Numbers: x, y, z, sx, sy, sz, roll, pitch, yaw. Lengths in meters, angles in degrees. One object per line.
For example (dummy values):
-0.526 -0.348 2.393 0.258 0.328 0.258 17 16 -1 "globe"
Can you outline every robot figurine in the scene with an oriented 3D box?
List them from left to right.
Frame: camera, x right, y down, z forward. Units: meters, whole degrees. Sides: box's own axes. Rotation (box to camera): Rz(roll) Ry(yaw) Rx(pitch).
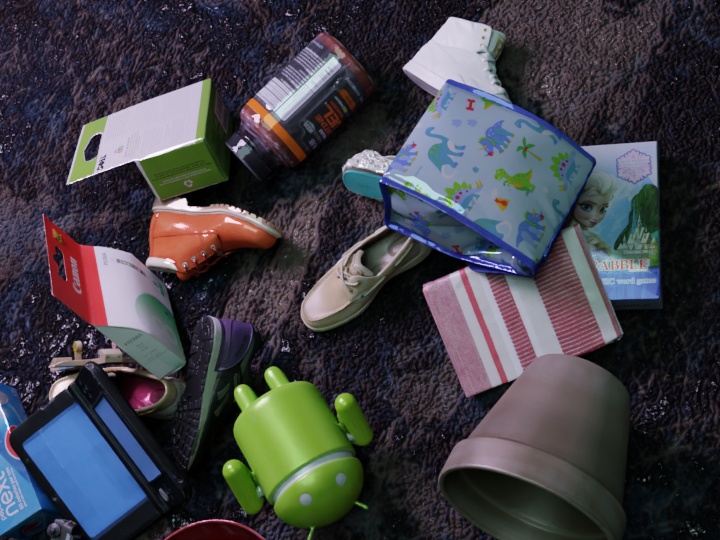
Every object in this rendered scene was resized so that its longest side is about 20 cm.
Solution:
-0.072 0.212 1.283 0.175 0.116 0.200 -29 64 -8 "robot figurine"

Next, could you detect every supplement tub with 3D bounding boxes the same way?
-0.084 -0.210 1.447 0.200 0.107 0.107 -44 64 -1 "supplement tub"

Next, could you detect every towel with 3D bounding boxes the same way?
0.187 0.047 1.276 0.199 0.023 0.145 -23 85 17 "towel"

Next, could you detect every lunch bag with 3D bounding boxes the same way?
0.148 -0.098 1.263 0.199 0.128 0.170 24 68 19 "lunch bag"

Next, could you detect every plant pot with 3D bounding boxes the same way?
0.208 0.193 1.178 0.199 0.200 0.174 18 59 22 "plant pot"

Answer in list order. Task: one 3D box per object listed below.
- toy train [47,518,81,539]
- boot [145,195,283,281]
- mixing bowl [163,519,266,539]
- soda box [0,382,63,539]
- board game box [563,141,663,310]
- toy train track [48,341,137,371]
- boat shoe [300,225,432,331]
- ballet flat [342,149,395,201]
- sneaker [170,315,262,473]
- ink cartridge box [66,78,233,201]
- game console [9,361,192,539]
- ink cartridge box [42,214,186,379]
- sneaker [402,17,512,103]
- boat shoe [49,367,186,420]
-0.374 0.406 1.341 0.046 0.034 0.201 8 83 16 "toy train"
-0.195 -0.033 1.441 0.199 0.075 0.108 6 76 28 "boot"
-0.151 0.392 1.247 0.199 0.108 0.201 -6 69 16 "mixing bowl"
-0.457 0.244 1.423 0.068 0.064 0.200 -33 65 4 "soda box"
0.257 -0.051 1.315 0.199 0.041 0.200 -3 70 17 "board game box"
-0.350 0.107 1.392 0.200 0.114 0.033 -14 79 55 "toy train track"
0.000 0.000 1.361 0.200 0.065 0.072 -36 65 10 "boat shoe"
0.070 -0.109 1.387 0.199 0.072 0.072 24 79 22 "ballet flat"
-0.171 0.159 1.357 0.076 0.087 0.201 31 108 57 "sneaker"
-0.280 -0.163 1.479 0.199 0.076 0.148 -17 40 12 "ink cartridge box"
-0.316 0.233 1.320 0.116 0.176 0.200 -37 89 -26 "game console"
-0.303 0.023 1.355 0.050 0.200 0.161 -33 42 7 "ink cartridge box"
0.160 -0.253 1.403 0.200 0.074 0.116 38 88 27 "sneaker"
-0.317 0.154 1.408 0.199 0.069 0.074 -3 70 16 "boat shoe"
